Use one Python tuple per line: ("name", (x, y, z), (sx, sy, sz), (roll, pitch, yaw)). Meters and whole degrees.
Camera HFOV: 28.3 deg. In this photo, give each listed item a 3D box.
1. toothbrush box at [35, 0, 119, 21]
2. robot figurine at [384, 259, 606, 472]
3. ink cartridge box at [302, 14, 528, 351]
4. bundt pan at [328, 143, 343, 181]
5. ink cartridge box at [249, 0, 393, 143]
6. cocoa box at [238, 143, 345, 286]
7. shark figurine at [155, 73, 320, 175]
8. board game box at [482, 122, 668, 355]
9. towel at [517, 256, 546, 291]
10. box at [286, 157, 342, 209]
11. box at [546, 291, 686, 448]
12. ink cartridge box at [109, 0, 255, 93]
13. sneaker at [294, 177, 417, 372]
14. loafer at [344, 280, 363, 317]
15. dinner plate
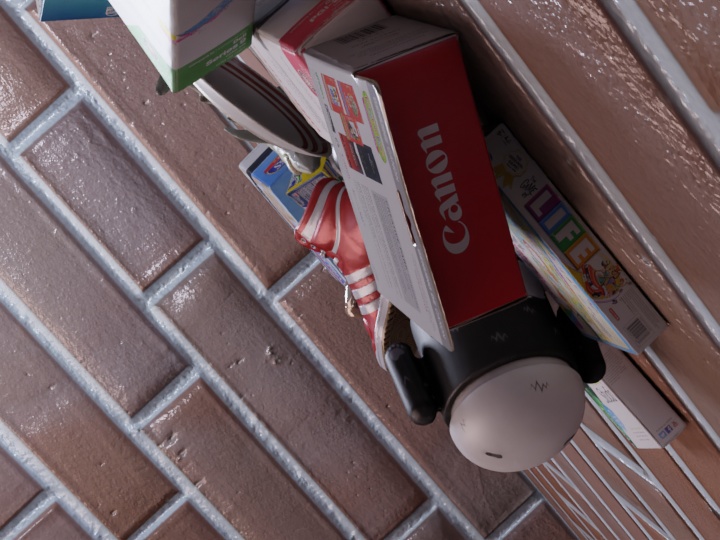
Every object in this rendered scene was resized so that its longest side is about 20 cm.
("toothbrush box", (-0.249, -0.336, 1.271), (0.200, 0.084, 0.149), (132, 128, -63))
("robot figurine", (0.113, 0.072, 1.209), (0.124, 0.150, 0.202), (30, -149, -48))
("ink cartridge box", (0.045, -0.066, 1.019), (0.176, 0.083, 0.203), (-138, 29, -67))
("bundt pan", (0.039, -0.084, 1.462), (0.202, 0.076, 0.202), (48, 175, 5))
("ink cartridge box", (-0.015, -0.167, 1.180), (0.146, 0.085, 0.200), (51, 174, -26))
("cocoa box", (-0.023, -0.086, 1.697), (0.200, 0.133, 0.131), (50, 175, -26))
("shark figurine", (-0.113, -0.186, 1.521), (0.213, 0.090, 0.128), (34, -166, 6))
("board game box", (0.145, -0.027, 1.119), (0.200, 0.034, 0.134), (50, 176, -9))
("towel", (0.091, -0.015, 1.325), (0.145, 0.022, 0.200), (50, 151, -2))
("box", (0.014, -0.063, 1.594), (0.064, 0.071, 0.199), (-25, 126, 40))
("box", (0.220, 0.085, 1.368), (0.201, 0.036, 0.144), (50, 176, 6))
("ink cartridge box", (-0.148, -0.251, 1.087), (0.146, 0.087, 0.200), (54, 166, 11))
("sneaker", (0.000, 0.000, 1.370), (0.111, 0.071, 0.202), (21, 133, 34))
("loafer", (0.071, 0.025, 1.500), (0.197, 0.064, 0.072), (8, -169, -26))
("dinner plate", (-0.112, -0.168, 1.394), (0.199, 0.024, 0.200), (36, -167, -9))
